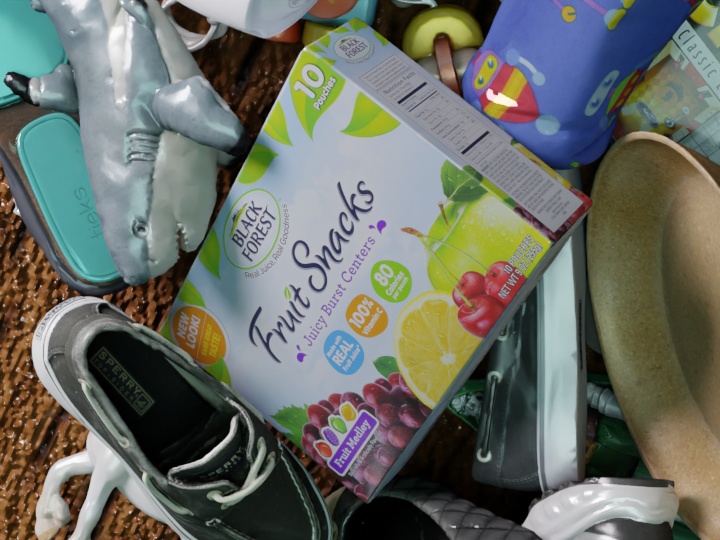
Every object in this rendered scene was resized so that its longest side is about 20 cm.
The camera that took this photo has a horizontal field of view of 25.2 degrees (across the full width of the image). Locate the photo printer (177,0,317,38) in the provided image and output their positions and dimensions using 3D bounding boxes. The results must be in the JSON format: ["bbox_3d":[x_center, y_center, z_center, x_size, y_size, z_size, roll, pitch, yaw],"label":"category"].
[{"bbox_3d":[-0.047,-0.220,0.738,0.166,0.069,0.200,44,104,19],"label":"photo printer"}]

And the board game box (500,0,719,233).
[{"bbox_3d":[0.164,-0.092,0.789,0.105,0.023,0.200,-38,86,12],"label":"board game box"}]

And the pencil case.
[{"bbox_3d":[0.120,-0.134,0.712,0.087,0.078,0.200,-1,137,-37],"label":"pencil case"}]

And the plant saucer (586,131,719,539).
[{"bbox_3d":[0.162,0.031,0.735,0.035,0.200,0.201,-15,105,-13],"label":"plant saucer"}]

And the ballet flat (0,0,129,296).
[{"bbox_3d":[-0.162,-0.080,0.801,0.073,0.073,0.200,-22,92,8],"label":"ballet flat"}]

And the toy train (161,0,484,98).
[{"bbox_3d":[-0.005,-0.086,0.806,0.150,0.056,0.200,-39,101,11],"label":"toy train"}]

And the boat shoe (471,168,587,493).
[{"bbox_3d":[0.082,0.012,0.805,0.056,0.069,0.201,-1,85,13],"label":"boat shoe"}]

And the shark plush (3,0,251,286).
[{"bbox_3d":[-0.125,-0.097,0.745,0.083,0.091,0.200,-33,105,-6],"label":"shark plush"}]

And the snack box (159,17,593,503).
[{"bbox_3d":[0.000,0.000,0.772,0.142,0.053,0.200,39,130,10],"label":"snack box"}]

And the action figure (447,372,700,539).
[{"bbox_3d":[0.137,0.097,0.853,0.200,0.055,0.118,20,108,1],"label":"action figure"}]

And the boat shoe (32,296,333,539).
[{"bbox_3d":[-0.078,0.092,0.793,0.200,0.064,0.071,45,74,-27],"label":"boat shoe"}]

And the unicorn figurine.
[{"bbox_3d":[-0.113,0.113,0.862,0.200,0.074,0.137,36,94,-22],"label":"unicorn figurine"}]

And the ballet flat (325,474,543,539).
[{"bbox_3d":[0.029,0.141,0.806,0.057,0.200,0.067,1,92,-34],"label":"ballet flat"}]

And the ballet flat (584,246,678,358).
[{"bbox_3d":[0.194,-0.026,0.824,0.200,0.046,0.067,-42,87,15],"label":"ballet flat"}]

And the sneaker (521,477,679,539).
[{"bbox_3d":[0.093,0.168,0.816,0.074,0.200,0.080,6,62,-21],"label":"sneaker"}]
